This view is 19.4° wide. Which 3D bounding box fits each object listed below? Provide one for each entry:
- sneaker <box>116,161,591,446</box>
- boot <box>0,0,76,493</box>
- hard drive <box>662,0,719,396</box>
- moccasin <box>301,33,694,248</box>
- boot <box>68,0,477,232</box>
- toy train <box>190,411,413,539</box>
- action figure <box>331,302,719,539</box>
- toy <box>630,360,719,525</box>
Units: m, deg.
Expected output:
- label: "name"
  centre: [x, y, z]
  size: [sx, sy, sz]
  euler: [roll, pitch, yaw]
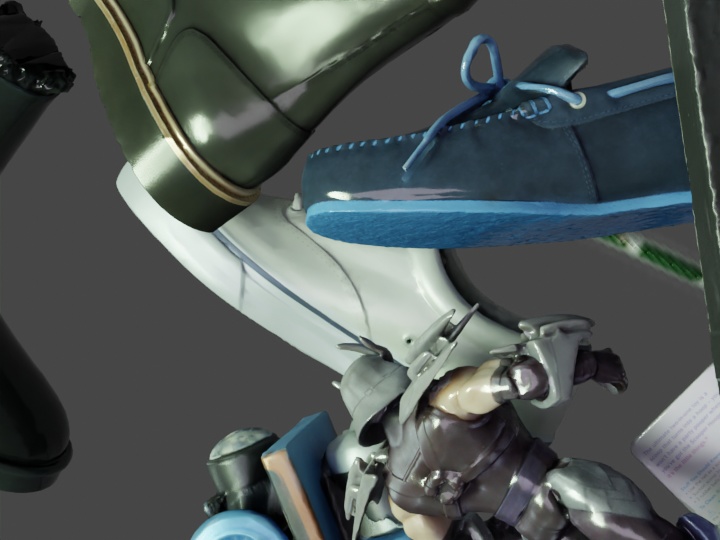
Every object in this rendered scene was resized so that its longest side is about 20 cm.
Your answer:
- label: "sneaker"
  centre: [0.000, 0.000, 0.821]
  size: [0.199, 0.073, 0.071]
  euler: [34, 98, 1]
- label: "boot"
  centre: [-0.168, -0.026, 0.867]
  size: [0.198, 0.073, 0.163]
  euler: [39, 112, 12]
- label: "hard drive"
  centre: [0.180, -0.044, 0.716]
  size: [0.138, 0.038, 0.202]
  euler: [-9, 88, -4]
- label: "moccasin"
  centre: [0.075, -0.048, 0.768]
  size: [0.198, 0.080, 0.069]
  euler: [-5, 81, -7]
- label: "boot"
  centre: [-0.046, -0.134, 0.782]
  size: [0.138, 0.077, 0.201]
  euler: [-35, 71, 22]
- label: "toy train"
  centre: [0.010, 0.148, 0.839]
  size: [0.113, 0.087, 0.201]
  euler: [-21, 92, 13]
- label: "action figure"
  centre: [0.072, 0.083, 0.746]
  size: [0.199, 0.069, 0.131]
  euler: [33, 143, 10]
- label: "toy"
  centre: [0.210, 0.091, 0.772]
  size: [0.200, 0.047, 0.115]
  euler: [44, 106, 3]
